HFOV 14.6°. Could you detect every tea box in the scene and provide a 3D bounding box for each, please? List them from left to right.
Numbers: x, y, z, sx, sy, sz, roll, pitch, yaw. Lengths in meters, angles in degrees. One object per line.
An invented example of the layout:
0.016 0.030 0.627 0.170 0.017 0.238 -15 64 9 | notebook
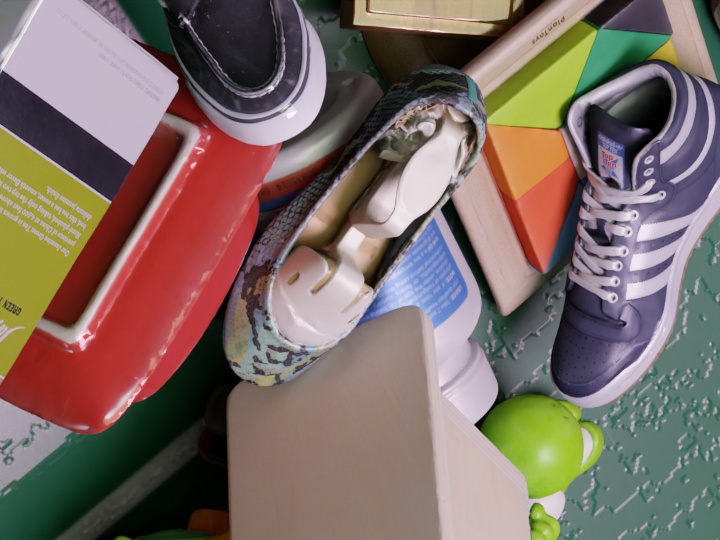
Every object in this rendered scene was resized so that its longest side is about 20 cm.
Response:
-0.235 -0.071 1.372 0.197 0.200 0.134 -58 148 -4 | tea box

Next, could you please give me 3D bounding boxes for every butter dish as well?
-0.138 -0.010 1.477 0.200 0.199 0.148 -60 151 -12 | butter dish

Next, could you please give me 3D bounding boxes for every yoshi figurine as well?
0.060 0.140 1.623 0.200 0.112 0.113 -43 108 -15 | yoshi figurine

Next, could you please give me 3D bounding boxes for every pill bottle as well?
0.000 0.000 1.562 0.112 0.112 0.201 -33 111 -16 | pill bottle

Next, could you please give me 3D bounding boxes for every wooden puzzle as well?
0.130 -0.084 1.600 0.185 0.037 0.200 -40 141 -14 | wooden puzzle

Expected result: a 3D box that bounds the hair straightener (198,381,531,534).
0.005 0.111 1.553 0.199 0.077 0.041 24 57 9 | hair straightener

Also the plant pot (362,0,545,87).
0.092 -0.172 1.619 0.199 0.027 0.201 -5 102 -25 | plant pot

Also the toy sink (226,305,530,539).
0.013 0.143 1.476 0.130 0.201 0.112 -25 136 21 | toy sink

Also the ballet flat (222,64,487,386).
-0.003 -0.020 1.460 0.074 0.074 0.201 30 97 -26 | ballet flat

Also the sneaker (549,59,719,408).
0.144 -0.025 1.576 0.108 0.070 0.201 27 91 -52 | sneaker

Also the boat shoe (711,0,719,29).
0.289 -0.101 1.688 0.202 0.075 0.075 44 81 -25 | boat shoe

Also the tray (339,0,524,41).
0.046 -0.231 1.556 0.098 0.037 0.201 3 91 -14 | tray

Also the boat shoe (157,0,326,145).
-0.075 -0.153 1.411 0.071 0.201 0.068 -23 147 6 | boat shoe

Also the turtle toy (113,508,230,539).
-0.081 0.216 1.572 0.145 0.101 0.200 -31 116 9 | turtle toy
